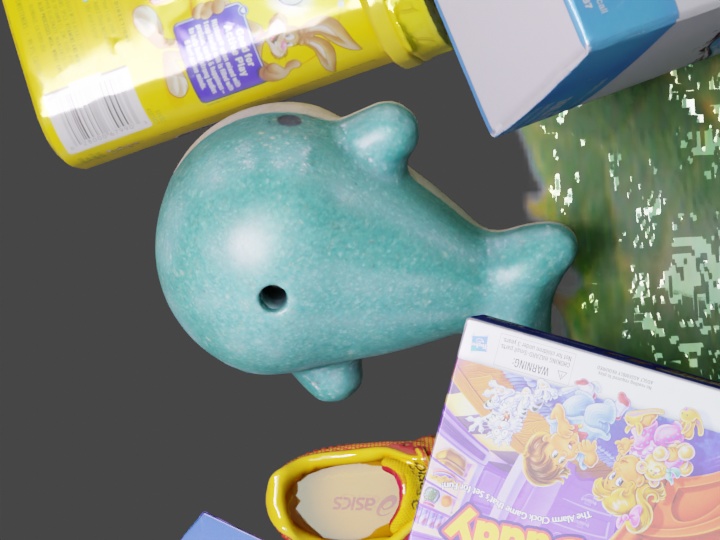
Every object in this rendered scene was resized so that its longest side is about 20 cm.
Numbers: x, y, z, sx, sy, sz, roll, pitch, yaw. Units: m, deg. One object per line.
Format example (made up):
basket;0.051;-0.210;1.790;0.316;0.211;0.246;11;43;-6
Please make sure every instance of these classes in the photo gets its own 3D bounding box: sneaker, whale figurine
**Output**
sneaker;0.053;0.108;1.243;0.198;0.077;0.074;-12;84;9
whale figurine;0.000;0.000;1.237;0.198;0.104;0.160;15;115;0

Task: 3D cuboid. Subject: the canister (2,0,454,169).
canister;-0.070;-0.146;1.272;0.199;0.087;0.150;-18;84;11

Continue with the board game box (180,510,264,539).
board game box;-0.031;0.207;1.205;0.199;0.045;0.135;22;55;31

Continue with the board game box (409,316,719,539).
board game box;0.128;0.112;1.163;0.199;0.045;0.135;15;94;11

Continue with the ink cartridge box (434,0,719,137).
ink cartridge box;0.137;-0.174;1.165;0.199;0.146;0.148;-20;83;-17
